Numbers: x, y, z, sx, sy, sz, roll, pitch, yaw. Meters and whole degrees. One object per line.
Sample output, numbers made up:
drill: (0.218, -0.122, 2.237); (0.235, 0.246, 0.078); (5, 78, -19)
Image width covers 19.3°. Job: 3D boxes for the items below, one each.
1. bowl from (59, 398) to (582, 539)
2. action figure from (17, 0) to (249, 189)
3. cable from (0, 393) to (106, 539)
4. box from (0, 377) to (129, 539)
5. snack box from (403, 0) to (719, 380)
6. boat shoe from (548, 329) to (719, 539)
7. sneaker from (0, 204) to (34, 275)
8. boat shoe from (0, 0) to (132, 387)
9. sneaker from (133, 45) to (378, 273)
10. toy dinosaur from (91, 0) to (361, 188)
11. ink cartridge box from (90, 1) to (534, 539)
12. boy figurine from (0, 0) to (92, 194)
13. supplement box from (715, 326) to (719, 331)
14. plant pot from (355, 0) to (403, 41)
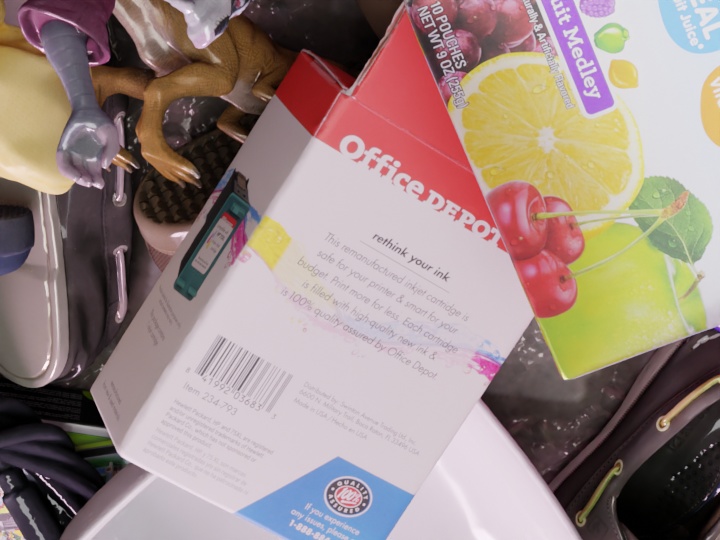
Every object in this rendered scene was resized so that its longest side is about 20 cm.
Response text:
bowl: (-0.019, 0.127, 0.923); (0.200, 0.075, 0.200); (-38, 114, -2)
action figure: (-0.107, -0.130, 0.717); (0.134, 0.149, 0.200); (-47, 143, 15)
cable: (-0.162, 0.143, 0.895); (0.163, 0.051, 0.201); (5, 95, -42)
box: (-0.128, 0.110, 0.971); (0.199, 0.035, 0.111); (9, 113, -8)
snack box: (0.132, -0.066, 0.687); (0.199, 0.053, 0.143); (-21, 104, 14)
boat shoe: (0.129, 0.111, 0.976); (0.071, 0.061, 0.202); (24, 110, -14)
sneaker: (-0.220, 0.030, 0.868); (0.199, 0.070, 0.082); (-17, 96, 5)
boat shoe: (-0.128, -0.050, 0.896); (0.067, 0.057, 0.201); (16, 113, 28)
sneaker: (0.004, -0.043, 0.906); (0.199, 0.071, 0.076); (-19, 140, 2)
toy dinosaur: (-0.075, -0.094, 0.840); (0.200, 0.060, 0.107); (33, 73, -21)
ink cartridge box: (0.000, 0.000, 0.807); (0.116, 0.067, 0.200); (30, 98, -24)
boy figurine: (-0.175, -0.103, 0.762); (0.200, 0.065, 0.124); (34, 122, -14)
supplement box: (0.163, -0.048, 0.823); (0.103, 0.200, 0.101); (31, 110, -3)
plant pot: (0.051, -0.155, 0.797); (0.199, 0.201, 0.175); (-13, 133, 2)
